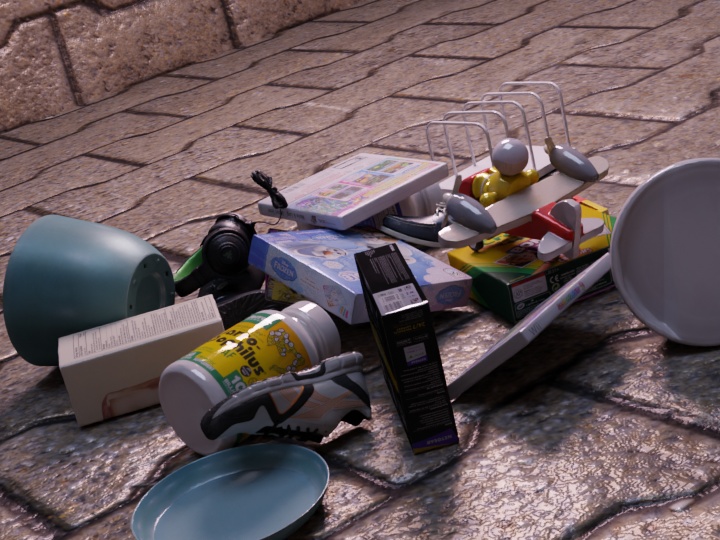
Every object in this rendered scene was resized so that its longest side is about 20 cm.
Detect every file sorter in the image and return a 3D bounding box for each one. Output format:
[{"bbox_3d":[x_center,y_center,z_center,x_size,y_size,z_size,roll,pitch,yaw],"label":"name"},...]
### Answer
[{"bbox_3d":[0.216,-0.205,2.119,0.138,0.125,0.200,7,29,46],"label":"file sorter"}]

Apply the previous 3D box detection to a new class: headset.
[{"bbox_3d":[-0.183,-0.046,1.813,0.200,0.094,0.124,-35,15,15],"label":"headset"}]

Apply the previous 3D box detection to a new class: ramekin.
[{"bbox_3d":[0.364,-0.025,1.457,0.201,0.203,0.094,-12,9,4],"label":"ramekin"}]

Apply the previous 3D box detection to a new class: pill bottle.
[{"bbox_3d":[-0.117,0.112,1.508,0.112,0.113,0.200,7,28,44],"label":"pill bottle"},{"bbox_3d":[0.015,-0.080,1.933,0.199,0.113,0.112,-19,21,-13],"label":"pill bottle"}]

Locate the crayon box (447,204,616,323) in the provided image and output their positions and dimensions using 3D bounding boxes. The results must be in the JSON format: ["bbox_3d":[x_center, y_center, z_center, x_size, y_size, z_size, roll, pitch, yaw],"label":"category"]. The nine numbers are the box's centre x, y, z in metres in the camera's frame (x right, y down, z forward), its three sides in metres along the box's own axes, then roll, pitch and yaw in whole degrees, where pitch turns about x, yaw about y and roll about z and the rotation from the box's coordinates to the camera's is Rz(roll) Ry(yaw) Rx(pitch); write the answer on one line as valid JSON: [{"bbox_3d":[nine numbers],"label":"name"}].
[{"bbox_3d":[0.235,-0.013,1.690,0.199,0.059,0.172,-20,21,-16],"label":"crayon box"}]

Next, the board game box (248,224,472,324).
[{"bbox_3d":[0.000,0.000,1.673,0.199,0.044,0.199,-7,27,-43],"label":"board game box"}]

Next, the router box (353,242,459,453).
[{"bbox_3d":[0.047,0.077,1.432,0.052,0.158,0.200,-15,21,-3],"label":"router box"}]

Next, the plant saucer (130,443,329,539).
[{"bbox_3d":[-0.125,0.231,1.325,0.199,0.028,0.200,-12,20,4],"label":"plant saucer"}]

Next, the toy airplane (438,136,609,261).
[{"bbox_3d":[0.196,-0.089,1.625,0.198,0.142,0.200,-9,20,16],"label":"toy airplane"}]

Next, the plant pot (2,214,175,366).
[{"bbox_3d":[-0.339,0.034,1.763,0.160,0.202,0.201,5,26,22],"label":"plant pot"}]

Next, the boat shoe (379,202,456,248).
[{"bbox_3d":[0.126,-0.059,1.782,0.199,0.062,0.075,9,15,-2],"label":"boat shoe"}]

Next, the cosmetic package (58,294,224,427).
[{"bbox_3d":[-0.259,0.108,1.649,0.199,0.088,0.103,-15,21,-7],"label":"cosmetic package"}]

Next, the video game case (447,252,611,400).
[{"bbox_3d":[0.186,0.060,1.478,0.200,0.018,0.143,-36,-5,-45],"label":"video game case"}]

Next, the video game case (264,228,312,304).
[{"bbox_3d":[-0.035,0.002,1.771,0.180,0.036,0.200,9,19,-6],"label":"video game case"}]

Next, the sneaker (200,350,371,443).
[{"bbox_3d":[-0.070,0.145,1.401,0.199,0.080,0.074,-15,-8,-30],"label":"sneaker"}]

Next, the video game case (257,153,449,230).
[{"bbox_3d":[-0.010,-0.110,1.841,0.200,0.024,0.182,-28,26,-34],"label":"video game case"}]

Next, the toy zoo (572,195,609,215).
[{"bbox_3d":[0.258,-0.073,1.889,0.131,0.021,0.200,-19,21,-15],"label":"toy zoo"}]

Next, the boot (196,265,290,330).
[{"bbox_3d":[-0.146,0.033,1.822,0.164,0.066,0.200,-9,16,8],"label":"boot"}]
